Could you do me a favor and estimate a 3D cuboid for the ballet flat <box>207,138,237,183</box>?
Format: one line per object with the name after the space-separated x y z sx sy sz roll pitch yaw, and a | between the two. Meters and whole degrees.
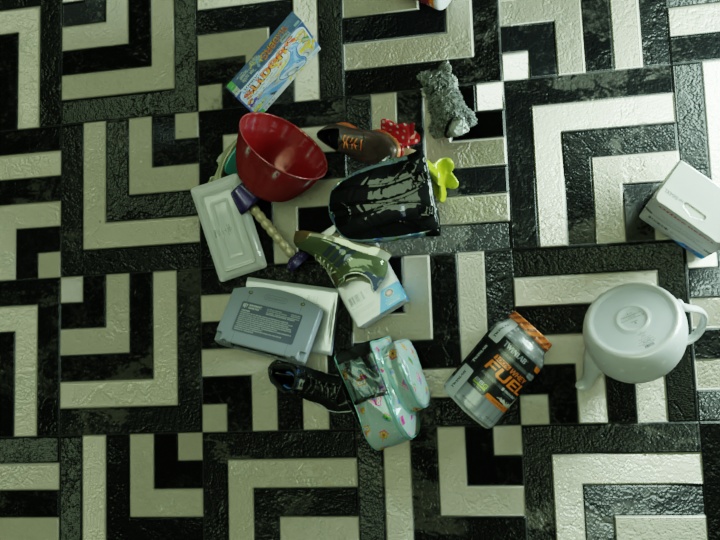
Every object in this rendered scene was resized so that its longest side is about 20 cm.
-0.285 -0.200 1.767 0.068 0.069 0.203 24 90 12 | ballet flat

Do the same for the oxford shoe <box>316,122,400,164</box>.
-0.005 -0.246 1.668 0.198 0.072 0.073 20 111 41 | oxford shoe

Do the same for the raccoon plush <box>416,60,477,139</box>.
0.173 -0.334 1.625 0.095 0.200 0.137 -21 101 -8 | raccoon plush

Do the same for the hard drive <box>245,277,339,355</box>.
-0.145 0.093 1.724 0.195 0.025 0.135 7 85 12 | hard drive

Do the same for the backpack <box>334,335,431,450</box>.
0.051 0.230 1.596 0.150 0.176 0.205 -15 86 13 | backpack

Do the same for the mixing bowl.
-0.175 -0.211 1.694 0.200 0.199 0.109 43 121 12 | mixing bowl

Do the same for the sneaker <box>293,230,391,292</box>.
-0.043 -0.014 1.623 0.196 0.067 0.092 13 81 10 | sneaker

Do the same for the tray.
-0.271 -0.086 1.735 0.105 0.022 0.204 -17 98 1 | tray

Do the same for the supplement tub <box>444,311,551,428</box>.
0.260 0.184 1.584 0.122 0.122 0.201 40 93 12 | supplement tub

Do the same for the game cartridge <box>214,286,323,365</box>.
-0.178 0.103 1.673 0.196 0.042 0.135 12 60 17 | game cartridge

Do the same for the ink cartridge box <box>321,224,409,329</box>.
0.000 0.000 1.683 0.114 0.067 0.203 -30 79 7 | ink cartridge box

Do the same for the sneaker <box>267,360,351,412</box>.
-0.093 0.232 1.655 0.196 0.112 0.075 17 88 12 | sneaker

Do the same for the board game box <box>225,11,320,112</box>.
-0.176 -0.417 1.726 0.034 0.135 0.200 43 94 16 | board game box

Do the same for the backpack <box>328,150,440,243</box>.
0.037 -0.124 1.590 0.196 0.154 0.167 -16 97 -3 | backpack

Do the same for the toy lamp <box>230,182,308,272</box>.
-0.188 -0.090 1.711 0.058 0.058 0.201 -37 96 5 | toy lamp

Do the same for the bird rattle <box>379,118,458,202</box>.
0.087 -0.195 1.674 0.199 0.112 0.164 40 109 15 | bird rattle

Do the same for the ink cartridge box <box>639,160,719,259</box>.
0.591 -0.104 1.507 0.145 0.200 0.085 37 92 12 | ink cartridge box

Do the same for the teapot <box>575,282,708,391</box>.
0.506 0.130 1.534 0.197 0.147 0.199 10 55 35 | teapot

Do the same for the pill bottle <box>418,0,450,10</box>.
0.100 -0.618 1.704 0.197 0.113 0.115 29 90 13 | pill bottle
